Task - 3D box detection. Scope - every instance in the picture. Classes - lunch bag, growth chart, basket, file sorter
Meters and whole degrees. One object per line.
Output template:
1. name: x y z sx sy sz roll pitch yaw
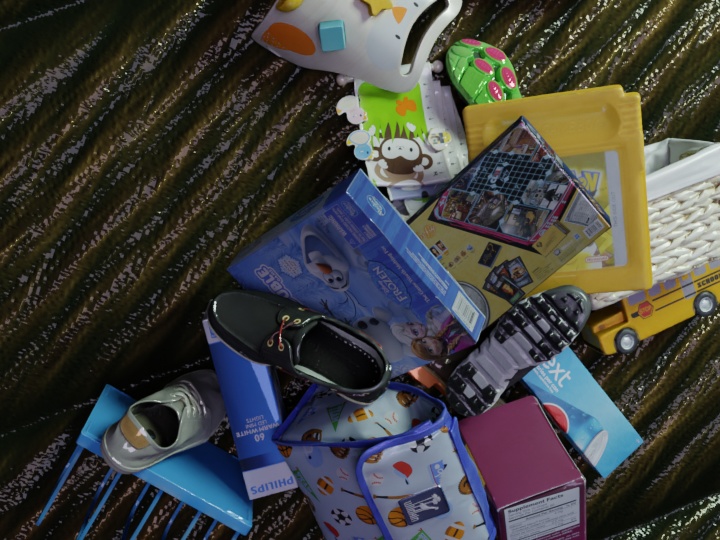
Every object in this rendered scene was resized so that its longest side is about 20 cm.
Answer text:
1. lunch bag: 0.030 0.212 0.882 0.196 0.124 0.173 -5 121 35
2. growth chart: 0.058 -0.141 0.929 0.141 0.018 0.204 -17 73 -11
3. basket: 0.305 -0.054 0.961 0.196 0.136 0.126 -22 104 -3
4. file sorter: -0.230 0.245 0.925 0.198 0.139 0.124 32 96 -12

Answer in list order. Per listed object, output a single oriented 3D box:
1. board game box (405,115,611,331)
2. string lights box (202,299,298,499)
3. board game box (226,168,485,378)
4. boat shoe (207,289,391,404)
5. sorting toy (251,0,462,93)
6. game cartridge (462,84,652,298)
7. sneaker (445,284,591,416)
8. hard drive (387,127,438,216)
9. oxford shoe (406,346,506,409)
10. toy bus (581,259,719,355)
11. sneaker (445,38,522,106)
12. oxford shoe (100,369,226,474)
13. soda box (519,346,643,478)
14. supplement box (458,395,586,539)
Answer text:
1. board game box: 0.131 -0.035 0.854 0.199 0.035 0.136 -41 96 23
2. string lights box: -0.120 0.133 0.940 0.057 0.103 0.205 -14 101 -3
3. board game box: -0.008 0.024 0.869 0.197 0.044 0.200 -28 112 42
4. boat shoe: -0.060 0.067 0.839 0.198 0.063 0.075 25 71 5
5. sorting toy: 0.012 -0.287 0.901 0.178 0.107 0.203 29 94 -19
6. game cartridge: 0.199 -0.074 0.860 0.172 0.032 0.205 -5 107 18
7. sneaker: 0.172 0.074 0.909 0.067 0.090 0.200 47 125 8
8. hard drive: 0.085 -0.037 0.944 0.138 0.038 0.203 33 71 -12
9. oxford shoe: 0.124 0.125 0.996 0.198 0.071 0.074 35 84 -15
10. toy bus: 0.356 0.027 1.016 0.196 0.065 0.080 -24 101 -4
11. sneaker: 0.155 -0.166 0.949 0.076 0.084 0.202 -32 84 -21
12. oxford shoe: -0.189 0.148 0.889 0.075 0.199 0.058 47 114 8
13. soda box: 0.247 0.147 1.020 0.068 0.064 0.201 -41 102 -1
14. supplement box: 0.183 0.268 0.960 0.101 0.132 0.203 -16 126 -6
